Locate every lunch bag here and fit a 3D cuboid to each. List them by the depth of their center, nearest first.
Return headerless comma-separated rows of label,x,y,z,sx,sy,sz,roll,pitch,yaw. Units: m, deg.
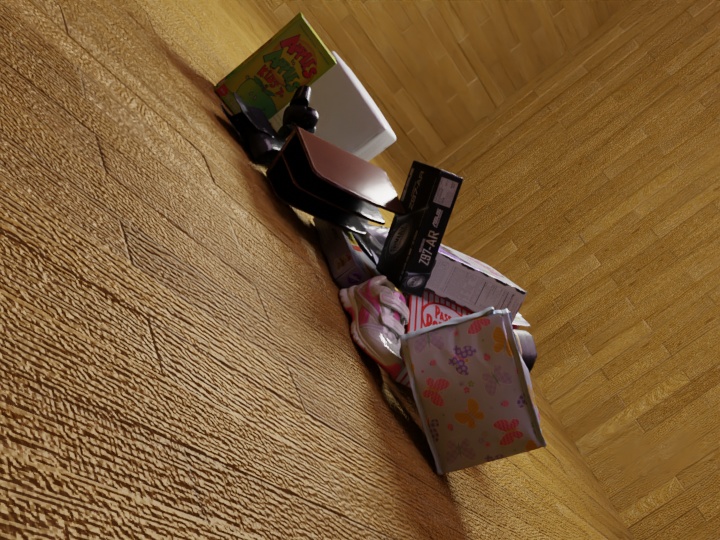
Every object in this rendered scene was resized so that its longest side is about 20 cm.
lunch bag,0.161,0.164,1.219,0.127,0.167,0.204,-66,138,-78

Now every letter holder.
letter holder,-0.039,-0.127,1.412,0.198,0.101,0.143,21,29,-36

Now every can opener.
can opener,-0.112,-0.255,1.509,0.063,0.080,0.200,29,-18,-6

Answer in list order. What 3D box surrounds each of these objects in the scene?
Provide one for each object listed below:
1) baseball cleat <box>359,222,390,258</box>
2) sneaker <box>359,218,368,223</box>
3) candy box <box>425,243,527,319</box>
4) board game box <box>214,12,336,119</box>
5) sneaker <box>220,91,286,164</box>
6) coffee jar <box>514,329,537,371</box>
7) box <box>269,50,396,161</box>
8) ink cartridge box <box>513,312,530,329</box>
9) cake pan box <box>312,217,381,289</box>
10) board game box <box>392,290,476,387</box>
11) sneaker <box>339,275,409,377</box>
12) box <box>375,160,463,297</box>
baseball cleat,0.042,-0.060,1.646,0.197,0.070,0.107,26,40,-13
sneaker,-0.064,-0.134,1.627,0.072,0.073,0.199,13,-20,49
candy box,0.171,0.010,1.510,0.197,0.073,0.168,23,9,-23
board game box,-0.150,-0.347,1.496,0.102,0.199,0.048,49,11,-22
sneaker,-0.167,-0.234,1.450,0.105,0.059,0.199,60,14,7
coffee jar,0.215,0.156,1.532,0.105,0.196,0.087,111,-25,-54
box,-0.062,-0.310,1.792,0.201,0.199,0.171,55,8,5
ink cartridge box,0.196,0.096,1.616,0.196,0.085,0.176,8,18,-21
cake pan box,0.000,0.000,1.496,0.185,0.052,0.201,50,10,-36
board game box,0.132,0.125,1.390,0.149,0.047,0.202,25,36,-13
sneaker,0.033,0.074,1.291,0.081,0.088,0.201,45,14,-40
box,0.095,-0.073,1.405,0.043,0.204,0.160,17,9,-16
